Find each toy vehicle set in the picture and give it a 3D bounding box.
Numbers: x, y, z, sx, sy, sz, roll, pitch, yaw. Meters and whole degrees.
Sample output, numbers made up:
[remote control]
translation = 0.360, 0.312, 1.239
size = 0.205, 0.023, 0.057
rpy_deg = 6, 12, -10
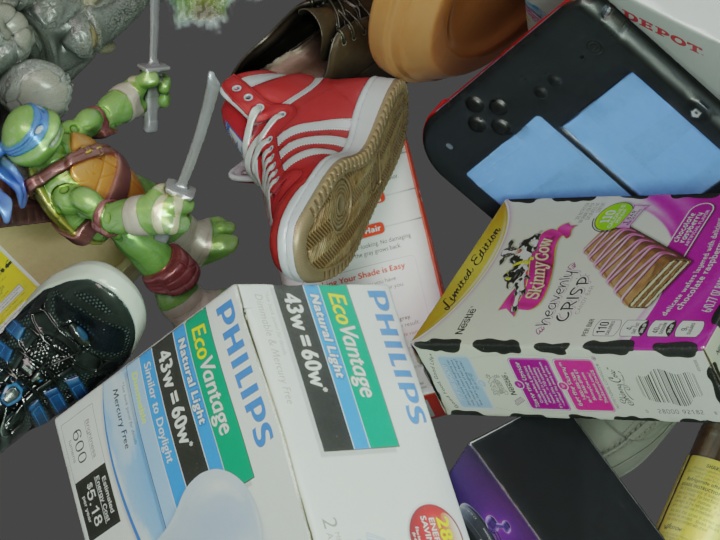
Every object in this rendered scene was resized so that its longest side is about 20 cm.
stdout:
[toy vehicle set]
translation = -0.245, 0.016, 1.674
size = 0.200, 0.027, 0.124
rpy_deg = -45, 71, -6

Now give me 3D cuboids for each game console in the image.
[game console]
translation = 0.152, -0.061, 1.528
size = 0.200, 0.177, 0.031
rpy_deg = 39, 50, -13

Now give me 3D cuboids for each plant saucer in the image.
[plant saucer]
translation = 0.086, -0.196, 1.582
size = 0.037, 0.200, 0.200
rpy_deg = 40, 83, 21

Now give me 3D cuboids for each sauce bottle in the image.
[sauce bottle]
translation = 0.223, 0.132, 1.539
size = 0.064, 0.065, 0.201
rpy_deg = 23, 79, 15

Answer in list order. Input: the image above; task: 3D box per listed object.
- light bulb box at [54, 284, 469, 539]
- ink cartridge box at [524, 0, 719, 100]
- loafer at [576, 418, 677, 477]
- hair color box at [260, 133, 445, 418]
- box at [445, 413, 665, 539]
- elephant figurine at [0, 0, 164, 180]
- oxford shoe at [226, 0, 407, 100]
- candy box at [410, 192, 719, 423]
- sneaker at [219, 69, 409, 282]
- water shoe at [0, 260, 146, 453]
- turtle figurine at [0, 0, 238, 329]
[light bulb box]
translation = -0.059, 0.136, 1.505
size = 0.200, 0.124, 0.199
rpy_deg = -36, 64, 42
[ink cartridge box]
translation = 0.196, -0.179, 1.564
size = 0.145, 0.200, 0.145
rpy_deg = 29, 74, 17
[loafer]
translation = 0.171, 0.066, 1.539
size = 0.200, 0.070, 0.070
rpy_deg = -40, 52, 21
[hair color box]
translation = 0.000, 0.000, 1.620
size = 0.101, 0.061, 0.201
rpy_deg = -14, 71, 4
[box]
translation = 0.123, 0.200, 1.487
size = 0.079, 0.141, 0.200
rpy_deg = -24, 67, -31
[elephant figurine]
translation = -0.227, -0.146, 1.671
size = 0.155, 0.142, 0.201
rpy_deg = 32, 35, -14
[oxford shoe]
translation = -0.002, -0.155, 1.658
size = 0.200, 0.084, 0.073
rpy_deg = -40, 69, -6
[candy box]
translation = 0.146, 0.019, 1.463
size = 0.199, 0.061, 0.137
rpy_deg = -2, 39, 38
[sneaker]
translation = -0.048, -0.060, 1.543
size = 0.112, 0.072, 0.200
rpy_deg = 7, 33, 15
[water shoe]
translation = -0.205, 0.073, 1.556
size = 0.071, 0.079, 0.200
rpy_deg = 42, 124, -13
[turtle figurine]
translation = -0.116, -0.060, 1.560
size = 0.200, 0.194, 0.144
rpy_deg = -48, 45, -10
